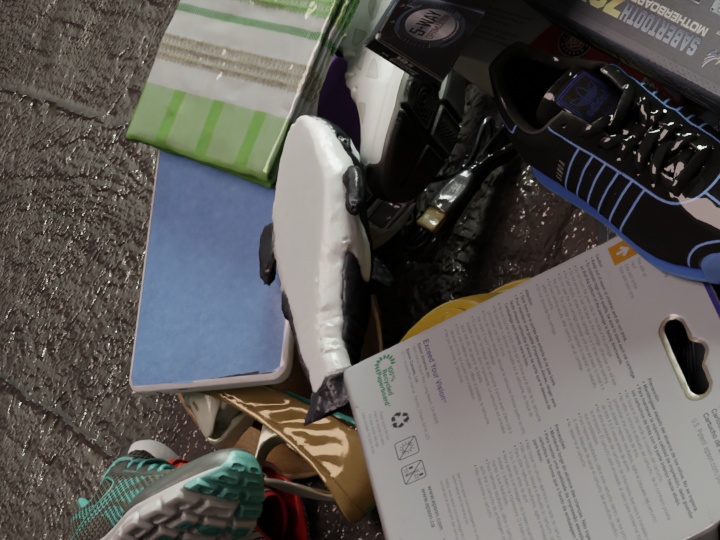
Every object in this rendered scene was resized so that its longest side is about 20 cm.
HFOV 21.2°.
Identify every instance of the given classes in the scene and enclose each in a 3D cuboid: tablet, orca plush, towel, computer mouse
[{"bbox_3d":[-0.085,-0.023,1.214,0.130,0.014,0.201,-7,69,35],"label":"tablet"},{"bbox_3d":[0.000,0.000,1.122,0.105,0.071,0.201,-54,37,31],"label":"orca plush"},{"bbox_3d":[-0.062,-0.159,1.229,0.149,0.031,0.201,20,85,44],"label":"towel"},{"bbox_3d":[0.021,-0.043,1.275,0.200,0.044,0.110,-7,46,56],"label":"computer mouse"}]

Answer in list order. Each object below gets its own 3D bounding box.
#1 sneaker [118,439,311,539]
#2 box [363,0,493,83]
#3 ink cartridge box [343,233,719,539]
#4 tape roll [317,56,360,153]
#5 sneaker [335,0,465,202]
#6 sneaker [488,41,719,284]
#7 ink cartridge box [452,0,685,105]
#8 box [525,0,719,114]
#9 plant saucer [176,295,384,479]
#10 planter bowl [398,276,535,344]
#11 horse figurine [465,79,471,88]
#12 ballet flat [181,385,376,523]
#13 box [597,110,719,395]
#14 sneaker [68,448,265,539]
[{"bbox_3d":[-0.094,0.154,1.276,0.108,0.067,0.202,-54,37,20],"label":"sneaker"},{"bbox_3d":[0.075,-0.197,1.050,0.201,0.043,0.160,-58,5,4],"label":"box"},{"bbox_3d":[0.101,0.085,0.952,0.199,0.043,0.197,-26,43,10],"label":"ink cartridge box"},{"bbox_3d":[-0.047,-0.101,1.348,0.200,0.066,0.200,-37,26,21],"label":"tape roll"},{"bbox_3d":[0.005,-0.132,1.228,0.115,0.076,0.201,0,62,28],"label":"sneaker"},{"bbox_3d":[0.138,-0.058,0.968,0.070,0.078,0.200,-49,41,-11],"label":"sneaker"},{"bbox_3d":[0.148,-0.191,1.139,0.146,0.083,0.201,24,87,41],"label":"ink cartridge box"},{"bbox_3d":[0.190,-0.170,0.993,0.200,0.051,0.158,36,94,46],"label":"box"},{"bbox_3d":[-0.054,0.036,1.261,0.199,0.035,0.201,12,110,36],"label":"plant saucer"},{"bbox_3d":[0.067,0.077,1.089,0.200,0.083,0.201,-35,41,37],"label":"planter bowl"},{"bbox_3d":[0.115,-0.219,1.269,0.132,0.050,0.201,-27,52,39],"label":"horse figurine"},{"bbox_3d":[-0.064,0.095,1.211,0.199,0.069,0.063,26,80,31],"label":"ballet flat"},{"bbox_3d":[0.195,0.005,0.988,0.157,0.051,0.201,-33,42,39],"label":"box"},{"bbox_3d":[-0.133,0.147,1.215,0.200,0.077,0.092,-37,45,37],"label":"sneaker"}]
